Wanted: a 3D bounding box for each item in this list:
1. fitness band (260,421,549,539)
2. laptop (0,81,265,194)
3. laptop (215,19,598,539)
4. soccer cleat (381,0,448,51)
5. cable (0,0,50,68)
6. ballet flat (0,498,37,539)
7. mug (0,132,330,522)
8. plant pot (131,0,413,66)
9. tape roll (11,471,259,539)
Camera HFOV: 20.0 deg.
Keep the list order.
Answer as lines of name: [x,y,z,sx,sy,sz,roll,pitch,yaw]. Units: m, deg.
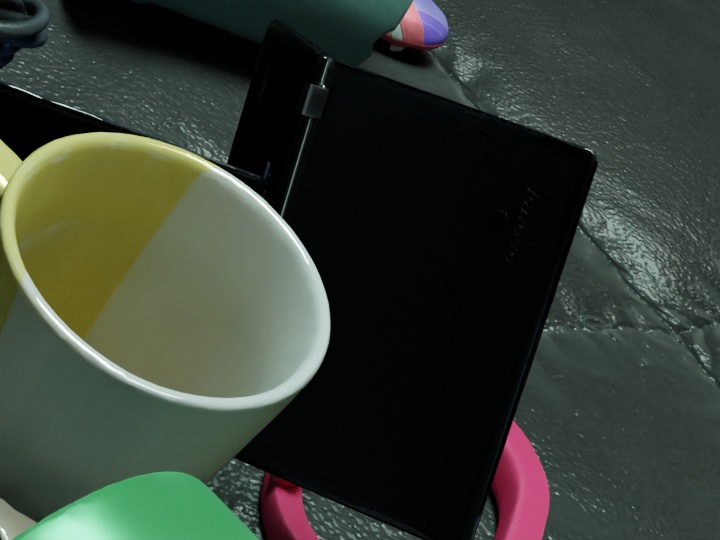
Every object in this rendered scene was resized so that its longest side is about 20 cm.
fitness band: [0.025,0.114,1.034,0.143,0.038,0.200,33,31,-2]
laptop: [-0.163,-0.066,1.001,0.186,0.117,0.200,20,21,-19]
laptop: [0.000,0.000,0.957,0.115,0.189,0.200,15,10,-17]
soccer cleat: [-0.016,-0.230,1.455,0.199,0.077,0.067,35,30,7]
cable: [-0.216,-0.154,0.935,0.163,0.051,0.200,46,-7,-19]
ballet flat: [-0.172,0.107,0.834,0.199,0.073,0.073,37,31,10]
mug: [-0.118,0.033,0.893,0.148,0.154,0.187,2,48,-35]
plant pot: [-0.065,-0.234,1.323,0.195,0.201,0.201,24,30,-26]
tape roll: [-0.109,0.157,0.685,0.048,0.201,0.200,43,32,20]
